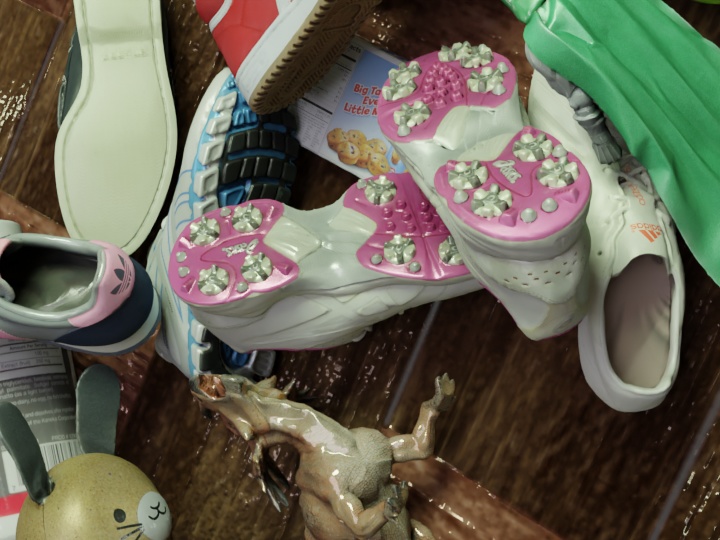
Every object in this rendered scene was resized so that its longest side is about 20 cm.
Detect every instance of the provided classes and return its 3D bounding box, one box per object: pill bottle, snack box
[{"bbox_3d":[-0.234,0.074,0.928,0.111,0.111,0.200,-18,80,27],"label":"pill bottle"},{"bbox_3d":[0.021,-0.083,0.844,0.200,0.024,0.072,31,103,25],"label":"snack box"}]

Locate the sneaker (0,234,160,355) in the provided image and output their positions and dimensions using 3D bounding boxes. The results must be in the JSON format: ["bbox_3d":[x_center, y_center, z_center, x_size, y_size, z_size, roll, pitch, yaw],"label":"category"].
[{"bbox_3d":[-0.218,0.004,0.835,0.200,0.082,0.070,0,67,5],"label":"sneaker"}]

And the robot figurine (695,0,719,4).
[{"bbox_3d":[0.160,-0.215,0.720,0.175,0.116,0.200,-43,73,19],"label":"robot figurine"}]

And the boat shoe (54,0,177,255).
[{"bbox_3d":[-0.151,-0.103,0.915,0.074,0.066,0.200,-5,85,-4],"label":"boat shoe"}]

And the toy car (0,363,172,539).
[{"bbox_3d":[-0.129,0.151,0.820,0.158,0.164,0.200,-23,89,25],"label":"toy car"}]

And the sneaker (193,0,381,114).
[{"bbox_3d":[-0.027,-0.186,0.770,0.200,0.071,0.113,-45,72,37],"label":"sneaker"}]

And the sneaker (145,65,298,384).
[{"bbox_3d":[-0.094,-0.025,0.872,0.087,0.075,0.200,21,108,43],"label":"sneaker"}]

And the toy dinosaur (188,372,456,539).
[{"bbox_3d":[-0.008,0.135,0.827,0.135,0.086,0.200,-10,101,38],"label":"toy dinosaur"}]

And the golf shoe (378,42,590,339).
[{"bbox_3d":[0.060,-0.042,0.726,0.075,0.092,0.200,-19,34,0],"label":"golf shoe"}]

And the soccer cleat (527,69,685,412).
[{"bbox_3d":[0.131,-0.028,0.747,0.069,0.078,0.200,-9,88,-5],"label":"soccer cleat"}]

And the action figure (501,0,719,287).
[{"bbox_3d":[0.140,-0.084,0.706,0.200,0.118,0.055,41,155,-10],"label":"action figure"}]

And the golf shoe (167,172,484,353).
[{"bbox_3d":[0.000,0.000,0.806,0.200,0.092,0.075,-6,53,7],"label":"golf shoe"}]
